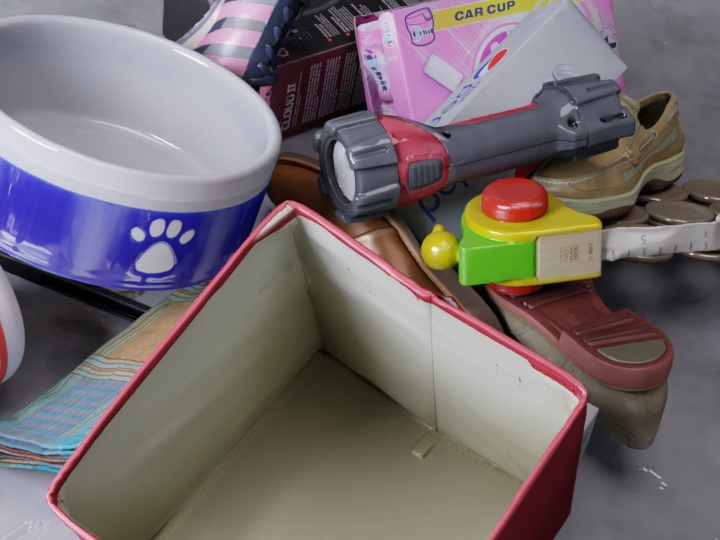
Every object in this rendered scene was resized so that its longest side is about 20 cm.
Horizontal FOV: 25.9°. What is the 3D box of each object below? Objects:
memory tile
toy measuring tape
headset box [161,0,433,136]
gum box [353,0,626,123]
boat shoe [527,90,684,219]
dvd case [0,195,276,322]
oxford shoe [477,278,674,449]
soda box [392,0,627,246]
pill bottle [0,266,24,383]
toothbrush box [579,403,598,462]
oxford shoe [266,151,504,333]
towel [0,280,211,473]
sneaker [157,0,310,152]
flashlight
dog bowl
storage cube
[{"bbox_3d":[0.200,-0.035,1.095,0.199,0.017,0.153,0,20,-12],"label":"memory tile"},{"bbox_3d":[0.134,-0.027,0.986,0.199,0.074,0.074,-7,46,-7],"label":"toy measuring tape"},{"bbox_3d":[-0.046,-0.189,1.192,0.199,0.077,0.149,-24,54,-30],"label":"headset box"},{"bbox_3d":[0.093,-0.146,1.143,0.199,0.114,0.066,-16,11,-26],"label":"gum box"},{"bbox_3d":[0.173,-0.089,1.099,0.071,0.077,0.200,14,23,26],"label":"boat shoe"},{"bbox_3d":[-0.138,-0.022,1.045,0.199,0.018,0.143,21,44,8],"label":"dvd case"},{"bbox_3d":[0.126,0.046,1.003,0.070,0.075,0.200,-12,29,-18],"label":"oxford shoe"},{"bbox_3d":[0.088,-0.093,1.066,0.200,0.063,0.068,-46,103,-16],"label":"soda box"},{"bbox_3d":[-0.293,0.056,0.865,0.112,0.113,0.200,36,49,23],"label":"pill bottle"},{"bbox_3d":[0.013,0.101,0.907,0.199,0.086,0.146,31,48,17],"label":"toothbrush box"},{"bbox_3d":[0.000,0.000,1.009,0.071,0.071,0.200,-39,70,-22],"label":"oxford shoe"},{"bbox_3d":[-0.117,0.048,0.900,0.200,0.022,0.146,-41,21,-31],"label":"towel"},{"bbox_3d":[-0.073,-0.145,1.067,0.082,0.200,0.070,47,11,20],"label":"sneaker"},{"bbox_3d":[0.071,-0.084,0.995,0.199,0.068,0.068,-17,79,-24],"label":"flashlight"},{"bbox_3d":[-0.152,-0.075,0.948,0.199,0.079,0.200,16,29,-9],"label":"dog bowl"},{"bbox_3d":[-0.013,0.111,0.734,0.170,0.180,0.200,32,73,18],"label":"storage cube"}]
